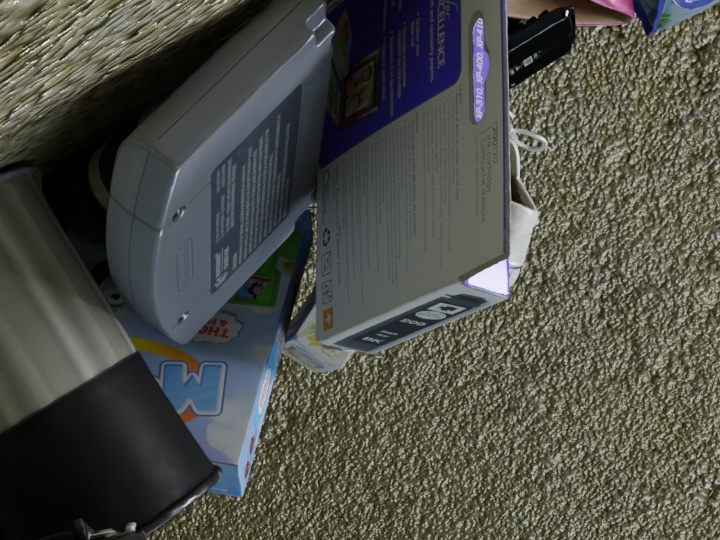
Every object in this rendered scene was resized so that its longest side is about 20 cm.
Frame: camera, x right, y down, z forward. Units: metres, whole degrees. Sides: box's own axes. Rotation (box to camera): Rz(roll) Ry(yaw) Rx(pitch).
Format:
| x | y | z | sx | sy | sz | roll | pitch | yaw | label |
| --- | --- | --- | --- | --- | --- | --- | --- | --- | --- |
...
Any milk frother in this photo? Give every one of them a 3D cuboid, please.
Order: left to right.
| x | y | z | sx | sy | sz | roll | pitch | yaw | label |
| --- | --- | --- | --- | --- | --- | --- | --- | --- | --- |
| -0.168 | 0.060 | 0.682 | 0.180 | 0.188 | 0.200 | -33 | -177 | -32 | milk frother |

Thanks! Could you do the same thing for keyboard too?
| x | y | z | sx | sy | sz | roll | pitch | yaw | label |
| --- | --- | --- | --- | --- | --- | --- | --- | --- | --- |
| 0.089 | -0.145 | 0.953 | 0.104 | 0.040 | 0.200 | -32 | 177 | 8 | keyboard |

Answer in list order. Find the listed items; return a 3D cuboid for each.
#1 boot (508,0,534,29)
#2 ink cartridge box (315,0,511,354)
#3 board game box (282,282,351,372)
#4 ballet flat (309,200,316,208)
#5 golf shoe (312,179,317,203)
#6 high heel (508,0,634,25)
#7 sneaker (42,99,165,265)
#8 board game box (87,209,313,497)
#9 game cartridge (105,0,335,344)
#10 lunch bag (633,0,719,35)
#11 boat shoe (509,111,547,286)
| x | y | z | sx | sy | sz | roll | pitch | yaw | label |
| --- | --- | --- | --- | --- | --- | --- | --- | --- | --- |
| 0.106 | -0.182 | 1.120 | 0.182 | 0.073 | 0.200 | -27 | 172 | 42 | boot |
| 0.036 | -0.073 | 0.736 | 0.043 | 0.198 | 0.200 | 8 | 164 | -25 | ink cartridge box |
| 0.000 | 0.000 | 0.932 | 0.135 | 0.034 | 0.200 | -57 | -177 | -7 | board game box |
| -0.051 | -0.083 | 1.101 | 0.200 | 0.066 | 0.057 | -9 | 137 | -51 | ballet flat |
| -0.037 | -0.107 | 0.977 | 0.078 | 0.094 | 0.200 | -44 | 160 | -18 | golf shoe |
| 0.096 | -0.170 | 0.950 | 0.200 | 0.096 | 0.067 | -33 | -176 | -34 | high heel |
| -0.122 | -0.053 | 0.855 | 0.112 | 0.073 | 0.200 | -27 | 175 | 14 | sneaker |
| -0.121 | 0.034 | 0.872 | 0.037 | 0.151 | 0.200 | 91 | 9 | -49 | board game box |
| -0.071 | -0.041 | 0.727 | 0.133 | 0.041 | 0.200 | -52 | 169 | -24 | game cartridge |
| 0.267 | -0.271 | 1.045 | 0.170 | 0.128 | 0.200 | -29 | 170 | 0 | lunch bag |
| 0.085 | -0.073 | 0.986 | 0.202 | 0.075 | 0.086 | -93 | -154 | -63 | boat shoe |
